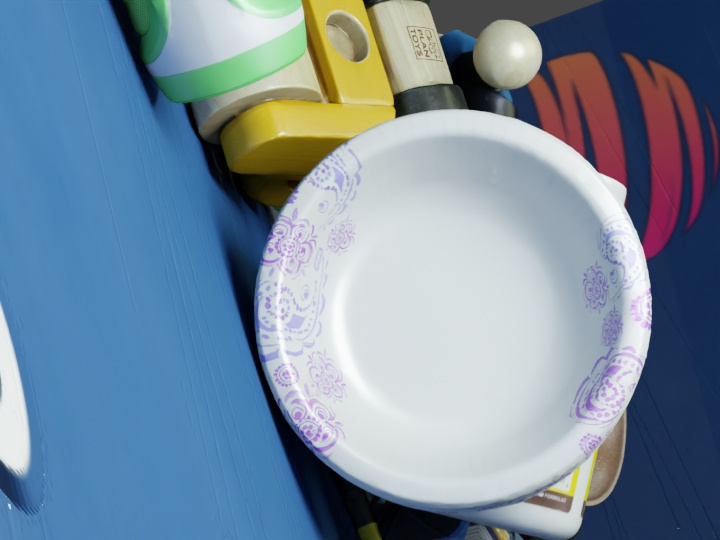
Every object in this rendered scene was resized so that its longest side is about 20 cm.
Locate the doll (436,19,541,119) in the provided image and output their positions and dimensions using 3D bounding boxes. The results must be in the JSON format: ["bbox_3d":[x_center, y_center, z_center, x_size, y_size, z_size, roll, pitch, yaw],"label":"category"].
[{"bbox_3d":[0.059,-0.082,1.483,0.200,0.048,0.137,116,-29,-55],"label":"doll"}]

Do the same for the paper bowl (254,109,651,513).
[{"bbox_3d":[0.049,0.024,1.284,0.104,0.200,0.202,58,13,-80],"label":"paper bowl"}]

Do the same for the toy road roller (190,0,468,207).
[{"bbox_3d":[-0.044,-0.101,1.411,0.199,0.146,0.124,1,65,-46],"label":"toy road roller"}]

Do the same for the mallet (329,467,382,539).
[{"bbox_3d":[0.006,0.144,1.338,0.066,0.041,0.201,66,1,-82],"label":"mallet"}]

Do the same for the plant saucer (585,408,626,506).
[{"bbox_3d":[0.108,0.049,1.536,0.200,0.036,0.201,38,45,-51],"label":"plant saucer"}]

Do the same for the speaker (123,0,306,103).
[{"bbox_3d":[-0.092,-0.185,1.182,0.088,0.088,0.201,-93,164,-75],"label":"speaker"}]

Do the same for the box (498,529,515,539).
[{"bbox_3d":[0.054,0.147,1.689,0.137,0.038,0.200,55,5,-4],"label":"box"}]

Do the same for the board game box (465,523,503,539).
[{"bbox_3d":[0.085,0.275,1.477,0.200,0.061,0.201,-125,-156,-73],"label":"board game box"}]

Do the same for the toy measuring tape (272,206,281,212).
[{"bbox_3d":[-0.053,-0.092,1.533,0.200,0.073,0.074,51,12,-24],"label":"toy measuring tape"}]

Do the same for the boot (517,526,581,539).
[{"bbox_3d":[0.094,0.105,1.732,0.200,0.072,0.145,56,4,-41],"label":"boot"}]

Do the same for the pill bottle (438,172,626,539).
[{"bbox_3d":[0.089,0.042,1.386,0.109,0.109,0.201,49,54,-79],"label":"pill bottle"}]

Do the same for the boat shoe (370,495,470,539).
[{"bbox_3d":[0.043,0.112,1.507,0.200,0.068,0.085,-63,174,-73],"label":"boat shoe"}]
